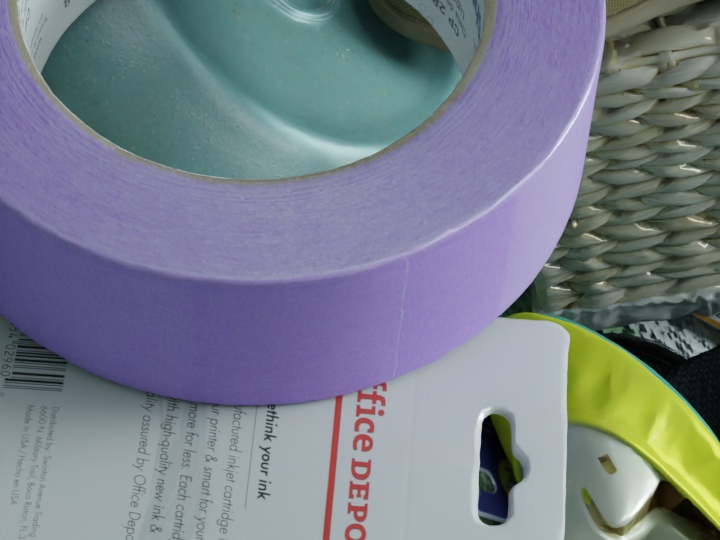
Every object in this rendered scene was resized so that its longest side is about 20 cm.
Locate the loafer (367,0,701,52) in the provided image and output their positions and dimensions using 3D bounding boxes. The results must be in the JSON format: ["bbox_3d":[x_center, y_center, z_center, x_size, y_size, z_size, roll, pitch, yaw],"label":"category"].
[{"bbox_3d":[0.096,-0.126,0.949,0.200,0.067,0.076,-13,52,-5],"label":"loafer"}]

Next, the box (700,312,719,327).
[{"bbox_3d":[0.196,-0.011,1.212,0.200,0.041,0.119,29,44,-30],"label":"box"}]

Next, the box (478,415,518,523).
[{"bbox_3d":[0.000,0.000,0.994,0.121,0.032,0.200,25,41,-59],"label":"box"}]

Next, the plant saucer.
[{"bbox_3d":[-0.032,-0.093,0.951,0.200,0.036,0.200,25,46,-29],"label":"plant saucer"}]

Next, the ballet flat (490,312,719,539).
[{"bbox_3d":[0.106,0.095,0.954,0.200,0.067,0.067,44,42,9],"label":"ballet flat"}]

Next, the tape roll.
[{"bbox_3d":[-0.031,-0.062,0.824,0.200,0.066,0.200,1,56,-2],"label":"tape roll"}]

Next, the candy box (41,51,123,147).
[{"bbox_3d":[-0.099,-0.065,0.912,0.102,0.026,0.200,27,45,-33],"label":"candy box"}]

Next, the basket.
[{"bbox_3d":[0.143,-0.107,1.073,0.161,0.200,0.198,72,11,-55],"label":"basket"}]

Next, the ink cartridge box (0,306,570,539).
[{"bbox_3d":[-0.043,0.069,0.813,0.200,0.068,0.116,4,50,2],"label":"ink cartridge box"}]

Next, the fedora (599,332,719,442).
[{"bbox_3d":[0.150,0.097,1.048,0.200,0.092,0.201,26,45,-30],"label":"fedora"}]
